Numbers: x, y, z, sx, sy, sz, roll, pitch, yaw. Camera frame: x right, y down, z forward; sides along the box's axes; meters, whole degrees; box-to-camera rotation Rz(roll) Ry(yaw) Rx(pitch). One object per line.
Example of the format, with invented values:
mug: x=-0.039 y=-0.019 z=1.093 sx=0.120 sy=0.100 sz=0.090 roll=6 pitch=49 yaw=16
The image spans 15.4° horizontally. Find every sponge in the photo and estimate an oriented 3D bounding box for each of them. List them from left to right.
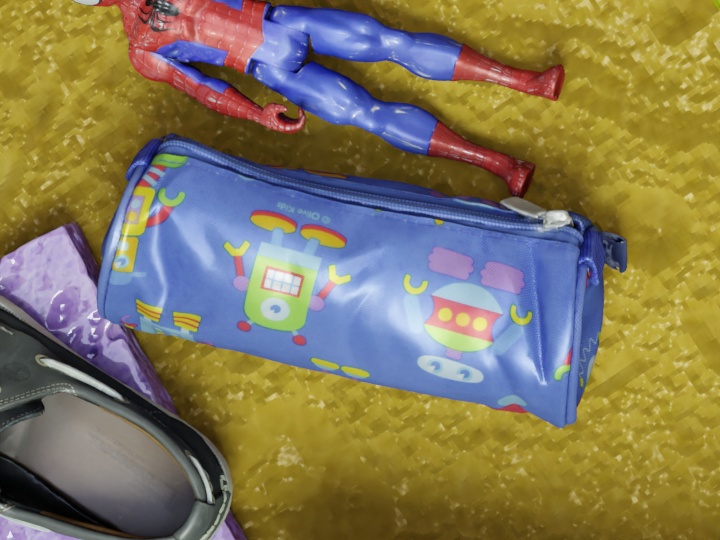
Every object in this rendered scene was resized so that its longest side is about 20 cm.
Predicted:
sponge: x=-0.116 y=0.093 z=1.055 sx=0.111 sy=0.030 sz=0.201 roll=-29 pitch=89 yaw=5

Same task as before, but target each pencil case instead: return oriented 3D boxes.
pencil case: x=0.000 y=0.000 z=1.015 sx=0.199 sy=0.078 sz=0.087 roll=12 pitch=117 yaw=5

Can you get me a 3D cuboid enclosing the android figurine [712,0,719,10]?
android figurine: x=0.210 y=-0.129 z=1.008 sx=0.199 sy=0.041 sz=0.183 roll=27 pitch=95 yaw=4

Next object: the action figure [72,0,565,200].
action figure: x=-0.023 y=-0.085 z=1.032 sx=0.199 sy=0.052 sz=0.066 roll=18 pitch=98 yaw=7

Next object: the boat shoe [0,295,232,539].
boat shoe: x=-0.142 y=0.051 z=1.006 sx=0.199 sy=0.068 sz=0.072 roll=26 pitch=96 yaw=2
